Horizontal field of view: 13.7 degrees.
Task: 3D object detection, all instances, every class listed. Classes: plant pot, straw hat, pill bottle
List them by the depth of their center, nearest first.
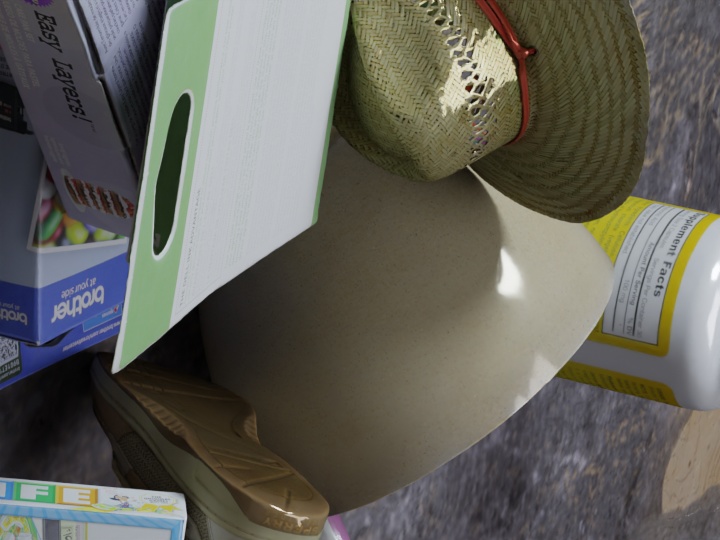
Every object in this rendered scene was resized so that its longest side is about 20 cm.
[{"bbox_3d":[0.029,-0.087,1.257,0.085,0.201,0.202,-34,135,-26],"label":"straw hat"},{"bbox_3d":[0.000,0.000,1.400,0.135,0.200,0.200,54,45,-16],"label":"plant pot"},{"bbox_3d":[0.167,0.017,1.697,0.111,0.199,0.112,-39,136,-52],"label":"pill bottle"}]

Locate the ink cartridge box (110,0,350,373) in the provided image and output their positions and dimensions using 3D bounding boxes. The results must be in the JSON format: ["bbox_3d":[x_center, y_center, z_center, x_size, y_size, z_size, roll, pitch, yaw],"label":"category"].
[{"bbox_3d":[-0.061,-0.061,1.147,0.200,0.048,0.146,-37,141,-61],"label":"ink cartridge box"}]

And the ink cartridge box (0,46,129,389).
[{"bbox_3d":[-0.117,-0.050,1.274,0.119,0.042,0.201,-28,127,-57],"label":"ink cartridge box"}]

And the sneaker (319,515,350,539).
[{"bbox_3d":[-0.044,0.163,1.489,0.088,0.081,0.200,-25,161,-6],"label":"sneaker"}]

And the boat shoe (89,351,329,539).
[{"bbox_3d":[-0.078,0.090,1.284,0.071,0.200,0.065,15,102,-25],"label":"boat shoe"}]

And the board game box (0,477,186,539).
[{"bbox_3d":[-0.147,0.185,1.216,0.034,0.134,0.201,-110,-153,-76],"label":"board game box"}]

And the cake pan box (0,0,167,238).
[{"bbox_3d":[-0.078,-0.138,1.185,0.200,0.052,0.185,74,35,-57],"label":"cake pan box"}]
